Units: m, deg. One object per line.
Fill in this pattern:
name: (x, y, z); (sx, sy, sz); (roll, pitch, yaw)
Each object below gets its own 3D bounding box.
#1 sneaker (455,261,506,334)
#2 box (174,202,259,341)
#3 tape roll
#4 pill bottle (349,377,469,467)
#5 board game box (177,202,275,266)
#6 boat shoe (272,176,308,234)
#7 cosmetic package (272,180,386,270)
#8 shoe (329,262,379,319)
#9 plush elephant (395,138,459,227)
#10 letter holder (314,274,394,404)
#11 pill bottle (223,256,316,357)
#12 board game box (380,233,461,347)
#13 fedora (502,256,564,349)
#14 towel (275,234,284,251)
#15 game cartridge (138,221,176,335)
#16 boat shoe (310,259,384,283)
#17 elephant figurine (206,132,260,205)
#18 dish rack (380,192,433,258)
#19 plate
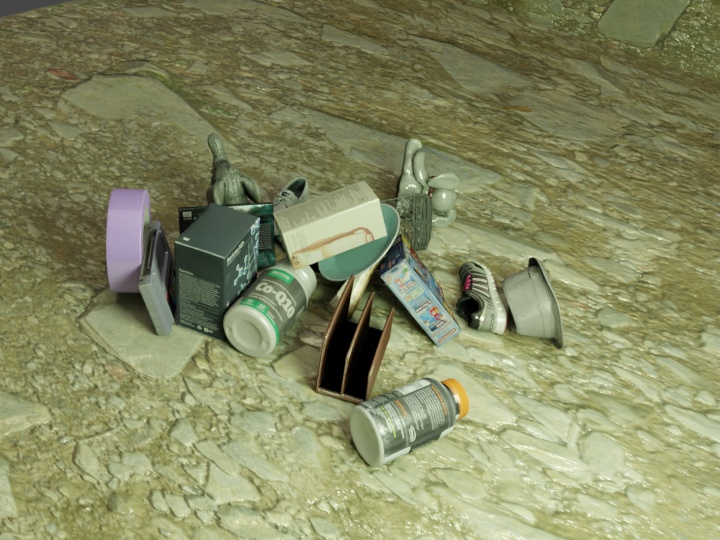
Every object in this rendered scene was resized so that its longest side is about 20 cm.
sneaker: (0.235, 0.052, 1.594); (0.086, 0.074, 0.201); (2, 42, -19)
box: (-0.272, 0.002, 1.453); (0.106, 0.202, 0.149); (17, 38, 12)
tape roll: (-0.452, -0.058, 1.494); (0.064, 0.202, 0.201); (1, 37, -11)
pill bottle: (0.088, 0.246, 1.287); (0.198, 0.107, 0.106); (-16, 43, -29)
board game box: (-0.279, -0.070, 1.604); (0.197, 0.138, 0.028); (-4, 12, -17)
boat shoe: (-0.173, -0.154, 1.748); (0.069, 0.072, 0.201); (17, 36, 11)
cosmetic package: (-0.060, -0.090, 1.488); (0.197, 0.088, 0.104); (-20, 31, -7)
shoe: (0.000, 0.000, 1.551); (0.053, 0.070, 0.202); (27, 73, -2)
plush elephant: (0.168, -0.196, 1.837); (0.152, 0.166, 0.202); (11, 44, -2)
letter holder: (-0.004, 0.119, 1.403); (0.099, 0.144, 0.201); (14, 37, 8)
pill bottle: (-0.169, 0.064, 1.465); (0.112, 0.114, 0.200); (19, 39, 14)
board game box: (0.120, 0.044, 1.533); (0.061, 0.201, 0.200); (-34, 12, 11)
fedora: (0.337, 0.071, 1.531); (0.089, 0.179, 0.201); (-12, 39, 5)
towel: (-0.124, -0.107, 1.775); (0.198, 0.022, 0.147); (-17, 44, -31)
game cartridge: (-0.387, 0.014, 1.475); (0.038, 0.131, 0.201); (-13, 39, 2)
boat shoe: (-0.029, -0.005, 1.622); (0.197, 0.072, 0.060); (17, 51, 6)
elephant figurine: (-0.286, -0.168, 1.663); (0.153, 0.202, 0.142); (17, 44, 14)
dish rack: (0.087, -0.091, 1.694); (0.197, 0.156, 0.054); (-12, 25, -27)
plate: (0.000, -0.053, 1.548); (0.198, 0.026, 0.202); (-25, 38, 21)
